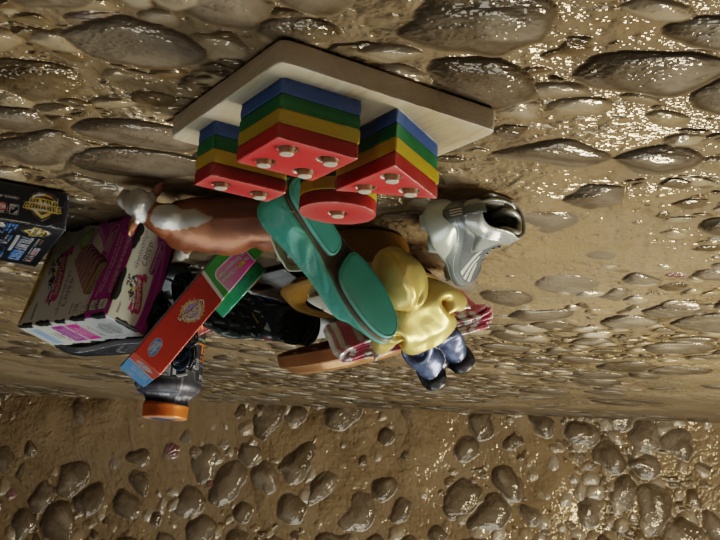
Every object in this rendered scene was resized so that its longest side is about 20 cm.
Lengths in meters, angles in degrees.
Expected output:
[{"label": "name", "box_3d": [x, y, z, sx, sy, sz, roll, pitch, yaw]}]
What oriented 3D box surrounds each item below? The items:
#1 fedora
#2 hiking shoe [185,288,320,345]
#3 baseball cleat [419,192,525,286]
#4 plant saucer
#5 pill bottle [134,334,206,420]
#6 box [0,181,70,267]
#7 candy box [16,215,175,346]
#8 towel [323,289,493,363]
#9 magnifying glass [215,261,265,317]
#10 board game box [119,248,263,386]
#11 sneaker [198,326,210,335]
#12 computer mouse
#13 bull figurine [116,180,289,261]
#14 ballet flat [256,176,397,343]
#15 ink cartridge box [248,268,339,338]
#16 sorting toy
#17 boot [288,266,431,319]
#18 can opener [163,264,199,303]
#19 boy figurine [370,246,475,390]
[{"label": "fedora", "box_3d": [0.000, 0.000, 1.199, 0.199, 0.082, 0.201, -1, 162, 0]}, {"label": "hiking shoe", "box_3d": [-0.159, 0.066, 1.425, 0.199, 0.075, 0.087, 19, 172, -17]}, {"label": "baseball cleat", "box_3d": [0.128, -0.029, 1.073, 0.106, 0.070, 0.200, -7, 168, 16]}, {"label": "plant saucer", "box_3d": [-0.014, 0.109, 1.372, 0.199, 0.033, 0.200, -11, 179, 0]}, {"label": "pill bottle", "box_3d": [-0.302, 0.137, 1.599, 0.106, 0.201, 0.106, 4, 167, 1]}, {"label": "box", "box_3d": [-0.448, -0.060, 1.139, 0.197, 0.050, 0.200, 9, 165, -25]}, {"label": "candy box", "box_3d": [-0.315, 0.013, 1.206, 0.199, 0.137, 0.061, -10, 145, 42]}, {"label": "towel", "box_3d": [0.055, 0.065, 1.266, 0.199, 0.030, 0.146, -13, -169, -8]}, {"label": "magnifying glass", "box_3d": [-0.149, 0.018, 1.304, 0.022, 0.080, 0.200, 42, -176, -5]}, {"label": "board game box", "box_3d": [-0.204, 0.045, 1.214, 0.040, 0.200, 0.153, 41, 159, -7]}, {"label": "sneaker", "box_3d": [-0.220, 0.054, 1.547, 0.073, 0.077, 0.200, -31, 170, 16]}, {"label": "computer mouse", "box_3d": [-0.307, 0.074, 1.307, 0.199, 0.139, 0.053, -1, 157, -5]}, {"label": "bull figurine", "box_3d": [-0.159, -0.048, 1.078, 0.199, 0.066, 0.121, 5, 169, -1]}, {"label": "ballet flat", "box_3d": [-0.038, -0.005, 1.029, 0.070, 0.067, 0.200, -22, 110, 37]}, {"label": "ink cartridge box", "box_3d": [-0.097, 0.040, 1.486, 0.173, 0.044, 0.199, 38, 151, -28]}, {"label": "sorting toy", "box_3d": [-0.028, -0.096, 0.826, 0.198, 0.070, 0.200, 12, 164, -31]}, {"label": "boot", "box_3d": [0.001, 0.018, 1.338, 0.199, 0.074, 0.076, -1, 153, -9]}, {"label": "can opener", "box_3d": [-0.322, 0.016, 1.461, 0.199, 0.053, 0.067, -2, 133, 25]}, {"label": "boy figurine", "box_3d": [0.060, 0.054, 1.112, 0.124, 0.065, 0.200, -33, 134, 0]}]
